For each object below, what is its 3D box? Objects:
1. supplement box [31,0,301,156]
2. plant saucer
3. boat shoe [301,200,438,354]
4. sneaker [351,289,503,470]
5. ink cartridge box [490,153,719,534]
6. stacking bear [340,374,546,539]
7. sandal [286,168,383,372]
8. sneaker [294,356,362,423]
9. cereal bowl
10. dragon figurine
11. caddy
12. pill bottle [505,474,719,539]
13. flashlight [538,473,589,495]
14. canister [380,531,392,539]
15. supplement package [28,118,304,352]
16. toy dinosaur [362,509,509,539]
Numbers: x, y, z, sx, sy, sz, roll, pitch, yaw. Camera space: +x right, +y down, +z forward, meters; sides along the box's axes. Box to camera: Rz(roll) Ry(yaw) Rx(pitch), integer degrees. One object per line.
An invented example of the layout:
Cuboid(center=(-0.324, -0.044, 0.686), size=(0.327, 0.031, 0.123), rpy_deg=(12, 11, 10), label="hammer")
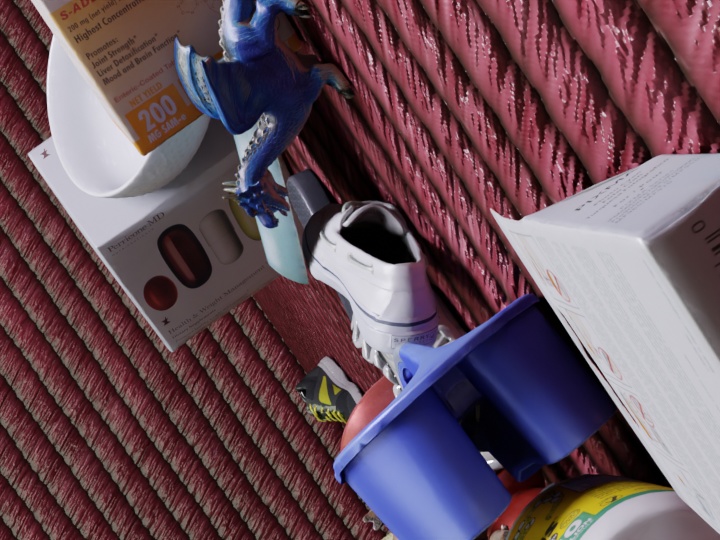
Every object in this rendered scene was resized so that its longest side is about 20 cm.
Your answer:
Cuboid(center=(-0.140, -0.189, 0.795), size=(0.200, 0.126, 0.074), rpy_deg=(59, 172, -33), label="supplement box")
Cuboid(center=(-0.075, -0.084, 0.968), size=(0.200, 0.027, 0.201), rpy_deg=(165, 90, -87), label="plant saucer")
Cuboid(center=(0.011, -0.016, 0.896), size=(0.200, 0.073, 0.067), rpy_deg=(-131, 38, -59), label="boat shoe")
Cuboid(center=(0.051, 0.063, 0.945), size=(0.200, 0.075, 0.081), rpy_deg=(46, 158, 39), label="sneaker")
Cuboid(center=(0.125, 0.036, 0.472), size=(0.160, 0.047, 0.200), rpy_deg=(56, 178, -8), label="ink cartridge box")
Cuboid(center=(0.089, 0.162, 0.975), size=(0.113, 0.122, 0.200), rpy_deg=(-4, -150, -46), label="stacking bear")
Cuboid(center=(0.000, -0.001, 1.112), size=(0.201, 0.043, 0.076), rpy_deg=(63, 167, 11), label="sandal")
Cuboid(center=(-0.037, 0.213, 2.073), size=(0.075, 0.084, 0.200), rpy_deg=(58, 172, -31), label="sneaker")
Cuboid(center=(-0.185, -0.160, 1.128), size=(0.083, 0.201, 0.200), rpy_deg=(-1, -141, -43), label="cereal bowl")
Cuboid(center=(-0.072, -0.118, 0.780), size=(0.200, 0.099, 0.059), rpy_deg=(60, 171, -33), label="dragon figurine")
Cuboid(center=(0.053, 0.083, 0.727), size=(0.105, 0.141, 0.200), rpy_deg=(50, 171, 10), label="caddy")
Cuboid(center=(0.133, 0.164, 0.683), size=(0.113, 0.113, 0.200), rpy_deg=(54, 173, 1), label="pill bottle")
Cuboid(center=(0.175, 0.218, 0.874), size=(0.067, 0.068, 0.200), rpy_deg=(-1, 137, 39), label="flashlight")
Cuboid(center=(0.081, 0.268, 1.128), size=(0.149, 0.200, 0.087), rpy_deg=(53, 172, 8), label="canister")
Cuboid(center=(-0.171, -0.067, 1.271), size=(0.147, 0.191, 0.200), rpy_deg=(49, 171, 33), label="supplement package")
Cuboid(center=(0.072, 0.213, 0.890), size=(0.200, 0.086, 0.136), rpy_deg=(50, 170, 37), label="toy dinosaur")
